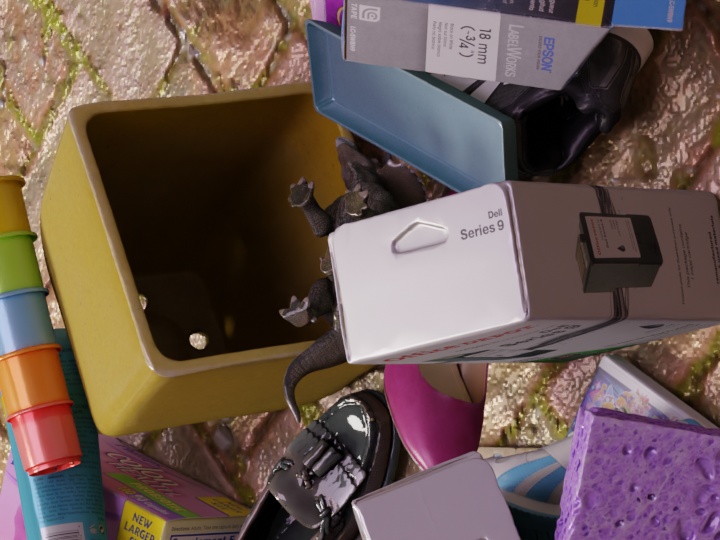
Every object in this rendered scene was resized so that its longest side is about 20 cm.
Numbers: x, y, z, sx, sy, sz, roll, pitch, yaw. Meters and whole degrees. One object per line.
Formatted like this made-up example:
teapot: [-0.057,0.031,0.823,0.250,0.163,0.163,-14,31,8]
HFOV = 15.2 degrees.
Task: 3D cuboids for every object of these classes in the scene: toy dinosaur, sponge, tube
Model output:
toy dinosaur: [0.000,0.000,1.692,0.077,0.102,0.200,-8,69,35]
sponge: [0.209,0.146,1.502,0.030,0.200,0.112,-136,56,-77]
tube: [-0.207,0.133,1.843,0.050,0.077,0.200,-33,61,54]

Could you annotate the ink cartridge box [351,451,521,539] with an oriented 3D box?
ink cartridge box: [0.063,0.207,1.583,0.083,0.200,0.145,-22,70,-4]

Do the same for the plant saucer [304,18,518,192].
plant saucer: [0.033,-0.099,1.691,0.200,0.019,0.070,31,137,44]

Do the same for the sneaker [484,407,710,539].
sneaker: [0.140,0.128,1.611,0.200,0.077,0.081,-3,50,54]

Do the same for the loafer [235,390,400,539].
loafer: [-0.041,0.167,1.804,0.072,0.063,0.200,46,118,33]

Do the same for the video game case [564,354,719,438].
video game case: [0.161,0.172,1.646,0.143,0.018,0.200,38,113,38]

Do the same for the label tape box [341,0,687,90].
label tape box: [0.099,-0.181,1.625,0.063,0.200,0.144,91,-170,-48]

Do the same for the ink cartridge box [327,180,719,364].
ink cartridge box: [0.101,0.004,1.592,0.146,0.200,0.084,-16,78,42]

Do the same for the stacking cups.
stacking cups: [-0.235,0.040,1.818,0.060,0.060,0.200,-20,79,41]

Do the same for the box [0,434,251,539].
box: [-0.180,0.239,1.920,0.176,0.097,0.200,23,103,42]

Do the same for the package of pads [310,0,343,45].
package of pads: [0.021,-0.243,1.766,0.120,0.076,0.200,-10,81,45]

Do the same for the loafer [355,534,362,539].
loafer: [-0.002,0.230,1.758,0.200,0.073,0.071,-50,52,37]

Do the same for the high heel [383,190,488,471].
high heel: [0.063,0.033,1.686,0.096,0.067,0.200,-45,39,42]

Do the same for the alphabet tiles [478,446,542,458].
alphabet tiles: [0.100,0.196,1.718,0.200,0.006,0.167,-3,87,43]

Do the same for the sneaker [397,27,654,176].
sneaker: [0.092,-0.093,1.679,0.200,0.066,0.091,-22,40,39]

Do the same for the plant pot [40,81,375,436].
plant pot: [-0.111,0.013,1.805,0.200,0.195,0.194,-49,55,53]
